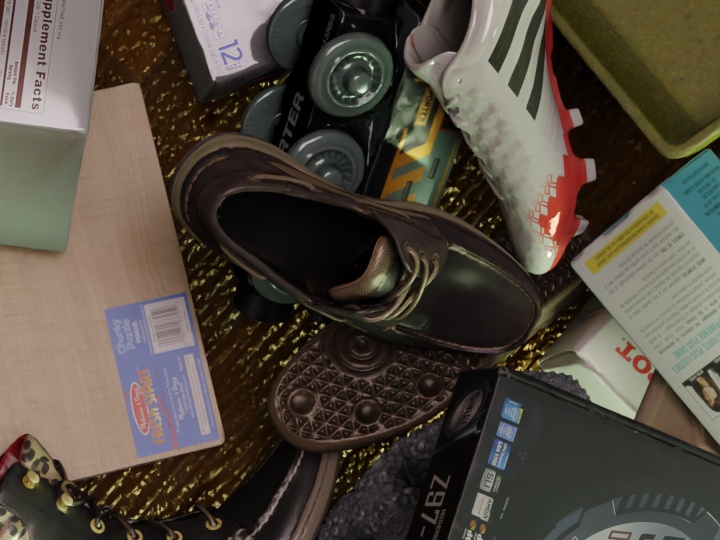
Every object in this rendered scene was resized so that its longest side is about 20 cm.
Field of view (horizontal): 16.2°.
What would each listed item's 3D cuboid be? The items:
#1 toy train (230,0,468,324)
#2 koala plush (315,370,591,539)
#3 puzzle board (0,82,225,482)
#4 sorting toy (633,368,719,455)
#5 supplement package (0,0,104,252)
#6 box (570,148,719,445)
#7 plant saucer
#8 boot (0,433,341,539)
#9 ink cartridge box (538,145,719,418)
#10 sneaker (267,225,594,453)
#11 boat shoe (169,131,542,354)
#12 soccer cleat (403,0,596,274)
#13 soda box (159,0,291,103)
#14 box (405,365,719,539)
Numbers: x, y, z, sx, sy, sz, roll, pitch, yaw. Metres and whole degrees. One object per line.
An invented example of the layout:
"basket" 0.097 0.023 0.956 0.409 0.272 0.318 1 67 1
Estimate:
"toy train" -0.001 -0.060 1.309 0.114 0.085 0.200 7 113 -29
"koala plush" 0.055 0.182 1.239 0.184 0.200 0.177 -25 111 15
"puzzle board" -0.167 0.013 1.332 0.151 0.017 0.200 -13 86 -13
"sorting toy" 0.207 0.129 1.266 0.185 0.036 0.200 37 49 -8
"supplement package" -0.228 -0.115 1.233 0.200 0.191 0.147 8 73 -8
"box" 0.199 0.044 1.235 0.200 0.082 0.049 51 48 4
"plant saucer" 0.190 -0.164 1.276 0.200 0.048 0.200 -35 55 1
"boot" -0.116 0.134 1.292 0.151 0.073 0.200 37 85 -13
"ink cartridge box" 0.217 0.023 1.369 0.145 0.084 0.200 43 78 -4
"sneaker" 0.040 0.043 1.331 0.200 0.076 0.070 -30 74 -16
"boat shoe" 0.000 0.000 1.236 0.200 0.073 0.075 20 106 -17
"soccer cleat" 0.064 -0.089 1.247 0.085 0.069 0.200 -14 115 -18
"soda box" -0.087 -0.195 1.348 0.068 0.063 0.200 -21 87 -13
"box" 0.091 0.163 1.140 0.160 0.044 0.200 24 76 -21
